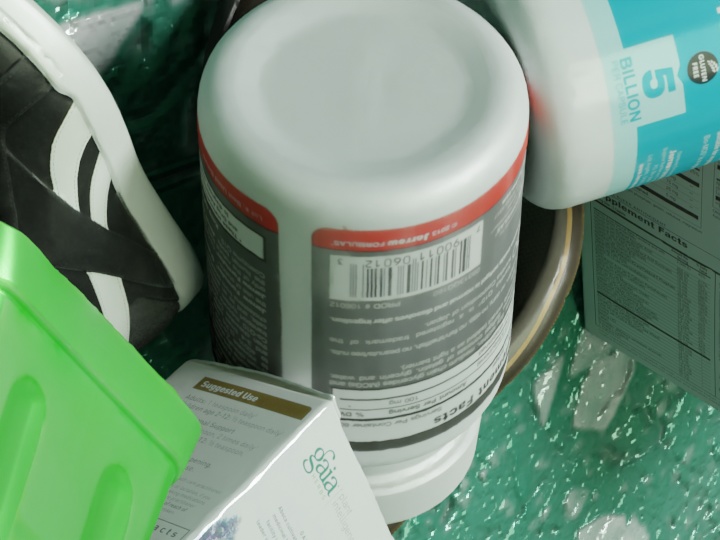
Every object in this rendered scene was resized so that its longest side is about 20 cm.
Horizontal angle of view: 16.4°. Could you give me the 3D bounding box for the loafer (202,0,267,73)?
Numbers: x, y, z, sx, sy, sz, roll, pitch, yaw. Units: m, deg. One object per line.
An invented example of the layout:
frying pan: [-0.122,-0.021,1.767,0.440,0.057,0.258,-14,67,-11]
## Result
loafer: [0.022,-0.082,0.988,0.200,0.071,0.073,-1,109,-47]

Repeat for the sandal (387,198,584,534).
sandal: [0.026,0.029,1.060,0.055,0.082,0.200,40,84,-26]

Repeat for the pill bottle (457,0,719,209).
pill bottle: [0.141,-0.101,0.928,0.200,0.111,0.111,-18,125,-10]

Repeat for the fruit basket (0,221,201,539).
fruit basket: [-0.167,0.028,0.779,0.216,0.215,0.156,-54,138,-15]

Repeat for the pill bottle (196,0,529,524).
pill bottle: [0.000,0.000,0.924,0.116,0.116,0.200,-39,150,-29]

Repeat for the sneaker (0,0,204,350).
sneaker: [-0.130,-0.014,0.853,0.112,0.073,0.200,-52,139,-19]

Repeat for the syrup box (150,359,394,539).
syrup box: [-0.083,0.126,0.862,0.200,0.081,0.079,-44,128,-31]

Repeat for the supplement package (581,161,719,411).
supplement package: [0.199,-0.045,1.107,0.152,0.151,0.200,-44,149,-24]
